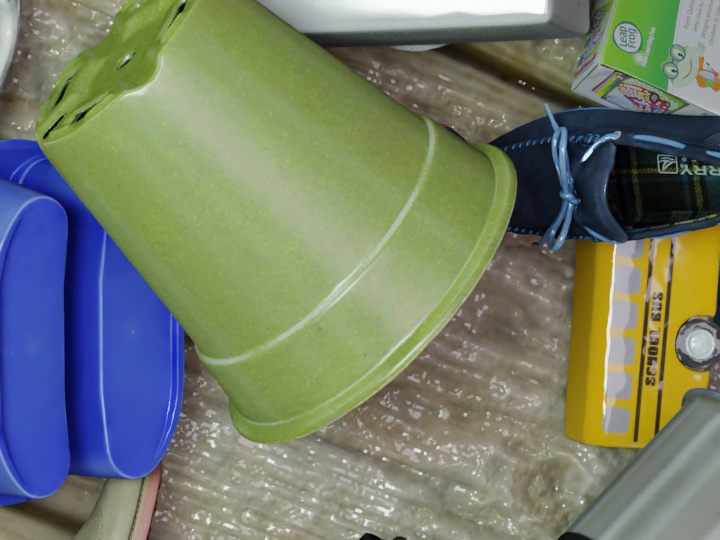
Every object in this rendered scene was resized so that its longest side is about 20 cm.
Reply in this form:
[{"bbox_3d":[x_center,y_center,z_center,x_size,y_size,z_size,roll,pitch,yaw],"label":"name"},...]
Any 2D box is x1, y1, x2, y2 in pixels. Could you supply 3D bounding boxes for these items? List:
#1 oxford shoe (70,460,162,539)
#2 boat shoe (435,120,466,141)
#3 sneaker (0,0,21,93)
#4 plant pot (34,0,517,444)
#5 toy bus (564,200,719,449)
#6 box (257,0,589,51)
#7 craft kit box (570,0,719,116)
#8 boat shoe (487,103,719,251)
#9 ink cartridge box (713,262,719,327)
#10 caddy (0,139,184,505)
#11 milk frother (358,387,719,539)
[{"bbox_3d":[-0.173,0.184,1.369,0.075,0.070,0.200,27,85,-5],"label":"oxford shoe"},{"bbox_3d":[0.000,0.000,1.401,0.071,0.063,0.200,39,83,-8],"label":"boat shoe"},{"bbox_3d":[-0.239,-0.077,1.343,0.076,0.081,0.200,17,89,-13],"label":"sneaker"},{"bbox_3d":[-0.058,-0.048,1.255,0.190,0.200,0.200,43,83,-21],"label":"plant pot"},{"bbox_3d":[0.166,0.001,1.433,0.078,0.065,0.200,4,91,-10],"label":"toy bus"},{"bbox_3d":[0.016,-0.222,1.332,0.198,0.131,0.200,-1,91,13],"label":"box"},{"bbox_3d":[0.236,-0.154,1.418,0.197,0.049,0.200,24,64,-13],"label":"craft kit box"},{"bbox_3d":[0.140,-0.054,1.350,0.200,0.069,0.084,-10,105,28],"label":"boat shoe"},{"bbox_3d":[0.276,0.012,1.385,0.116,0.200,0.067,3,92,-11],"label":"ink cartridge box"},{"bbox_3d":[-0.175,0.031,1.336,0.141,0.105,0.200,-7,102,-44],"label":"caddy"},{"bbox_3d":[0.125,0.152,1.366,0.200,0.181,0.188,42,73,14],"label":"milk frother"}]
